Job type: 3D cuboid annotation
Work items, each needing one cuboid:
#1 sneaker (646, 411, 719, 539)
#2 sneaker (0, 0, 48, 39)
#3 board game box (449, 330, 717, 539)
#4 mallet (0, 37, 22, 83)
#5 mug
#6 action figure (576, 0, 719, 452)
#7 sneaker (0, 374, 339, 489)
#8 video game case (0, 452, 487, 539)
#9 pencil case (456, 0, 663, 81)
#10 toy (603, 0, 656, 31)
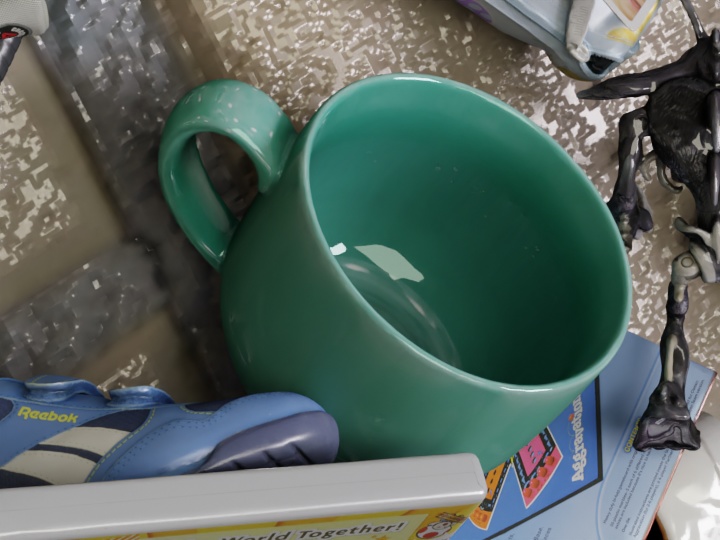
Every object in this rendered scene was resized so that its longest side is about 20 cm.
[{"bbox_3d":[0.159,0.173,1.018,0.084,0.073,0.201,-22,90,-20],"label":"sneaker"},{"bbox_3d":[-0.168,-0.109,0.828,0.088,0.074,0.200,42,75,5],"label":"sneaker"},{"bbox_3d":[0.073,0.115,0.974,0.102,0.019,0.201,25,81,2],"label":"board game box"},{"bbox_3d":[-0.173,-0.052,0.866,0.066,0.041,0.201,20,79,-23],"label":"mallet"},{"bbox_3d":[0.010,0.001,0.902,0.152,0.115,0.185,-22,70,-41],"label":"mug"},{"bbox_3d":[0.152,-0.023,0.946,0.118,0.102,0.201,0,90,4],"label":"action figure"},{"bbox_3d":[-0.108,0.072,0.843,0.199,0.074,0.083,-14,62,4],"label":"sneaker"},{"bbox_3d":[-0.073,0.126,0.851,0.199,0.182,0.023,-2,59,-25],"label":"video game case"},{"bbox_3d":[0.040,-0.157,0.933,0.199,0.083,0.091,28,64,-23],"label":"pencil case"},{"bbox_3d":[0.117,-0.196,0.925,0.115,0.047,0.200,45,44,-8],"label":"toy"}]
